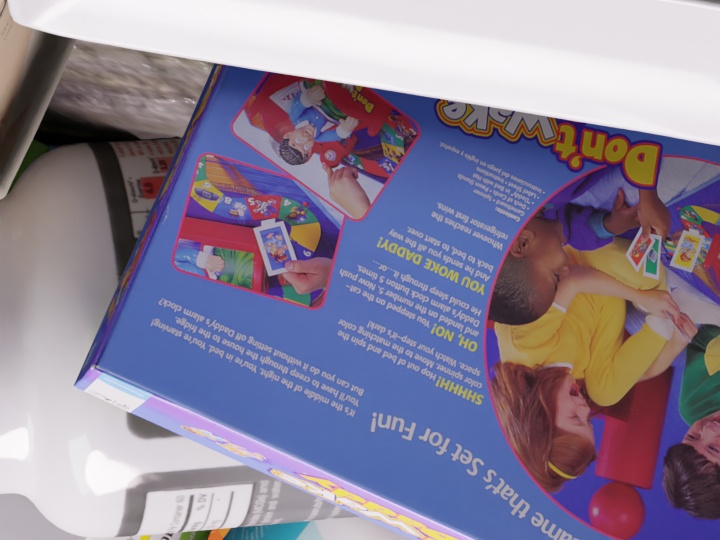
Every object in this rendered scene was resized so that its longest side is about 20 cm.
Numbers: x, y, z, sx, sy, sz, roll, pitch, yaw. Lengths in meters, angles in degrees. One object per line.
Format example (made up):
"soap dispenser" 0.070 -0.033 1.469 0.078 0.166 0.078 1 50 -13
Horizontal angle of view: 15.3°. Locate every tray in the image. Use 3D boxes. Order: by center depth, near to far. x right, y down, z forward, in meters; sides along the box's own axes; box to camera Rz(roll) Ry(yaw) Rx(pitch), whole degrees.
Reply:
"tray" 0.015 -0.065 0.632 0.199 0.022 0.107 9 169 -3

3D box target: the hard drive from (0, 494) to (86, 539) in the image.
"hard drive" -0.176 0.089 1.025 0.131 0.025 0.200 26 166 -6

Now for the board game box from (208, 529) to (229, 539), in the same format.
"board game box" -0.148 0.131 1.231 0.201 0.199 0.200 60 171 0

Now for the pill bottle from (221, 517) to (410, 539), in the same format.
"pill bottle" 0.011 0.106 0.979 0.110 0.111 0.200 25 133 -11

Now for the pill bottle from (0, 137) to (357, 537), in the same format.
"pill bottle" -0.043 0.018 0.791 0.199 0.117 0.116 -3 173 -13

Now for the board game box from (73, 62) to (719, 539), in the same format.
"board game box" 0.041 0.009 0.727 0.199 0.135 0.045 25 167 -8

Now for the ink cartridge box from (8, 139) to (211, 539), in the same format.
"ink cartridge box" -0.134 0.015 1.041 0.199 0.149 0.076 30 166 -29

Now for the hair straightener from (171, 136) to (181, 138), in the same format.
"hair straightener" 0.000 0.000 0.976 0.199 0.041 0.077 24 170 -32

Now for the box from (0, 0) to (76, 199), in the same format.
"box" -0.130 -0.088 0.757 0.094 0.078 0.200 22 168 0
